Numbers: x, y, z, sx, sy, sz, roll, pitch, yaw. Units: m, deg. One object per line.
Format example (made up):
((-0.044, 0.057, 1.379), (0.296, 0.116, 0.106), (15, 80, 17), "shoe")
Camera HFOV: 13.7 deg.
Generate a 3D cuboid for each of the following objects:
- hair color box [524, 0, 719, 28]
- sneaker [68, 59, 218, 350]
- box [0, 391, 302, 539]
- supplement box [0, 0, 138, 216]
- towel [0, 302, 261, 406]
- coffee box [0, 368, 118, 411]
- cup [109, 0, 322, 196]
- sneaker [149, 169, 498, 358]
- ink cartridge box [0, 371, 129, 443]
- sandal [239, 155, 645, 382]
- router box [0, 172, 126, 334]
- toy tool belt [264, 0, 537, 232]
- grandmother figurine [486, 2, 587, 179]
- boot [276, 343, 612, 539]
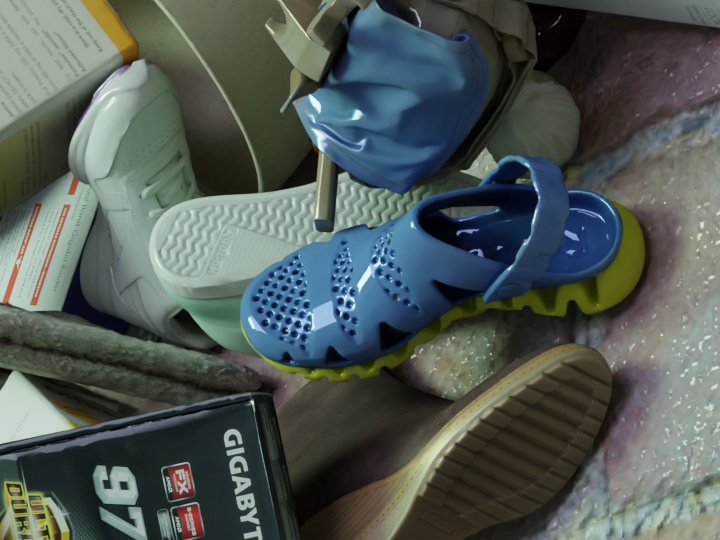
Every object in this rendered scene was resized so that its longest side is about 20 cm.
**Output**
((0.094, -0.182, 1.484), (0.200, 0.111, 0.064), (10, 65, 32), "hair color box")
((-0.103, -0.035, 1.638), (0.099, 0.200, 0.075), (31, 58, 23), "sneaker")
((-0.101, 0.171, 1.441), (0.158, 0.046, 0.201), (-12, 87, 11), "box")
((-0.221, -0.074, 1.633), (0.200, 0.126, 0.074), (-34, 77, -15), "supplement box")
((-0.161, 0.041, 1.627), (0.132, 0.200, 0.035), (11, 88, 51), "towel")
((-0.250, 0.096, 1.684), (0.080, 0.200, 0.113), (18, 89, 52), "coffee box")
((-0.067, -0.155, 1.666), (0.143, 0.201, 0.200), (-40, 34, -16), "cup")
((0.000, 0.000, 1.570), (0.200, 0.118, 0.074), (-2, 68, 10), "sneaker")
((-0.138, 0.152, 1.587), (0.125, 0.128, 0.200), (-58, 38, 5), "ink cartridge box")
((0.034, -0.008, 1.453), (0.199, 0.087, 0.080), (-19, 60, 5), "sandal")
((-0.185, -0.056, 1.834), (0.179, 0.049, 0.201), (4, 72, 50), "router box")
((0.020, -0.111, 1.442), (0.200, 0.125, 0.123), (108, -172, -54), "toy tool belt")
((0.082, -0.138, 1.571), (0.121, 0.060, 0.200), (-37, 46, 41), "grandmother figurine")
((0.023, 0.075, 1.496), (0.200, 0.072, 0.166), (-44, 34, 10), "boot")
